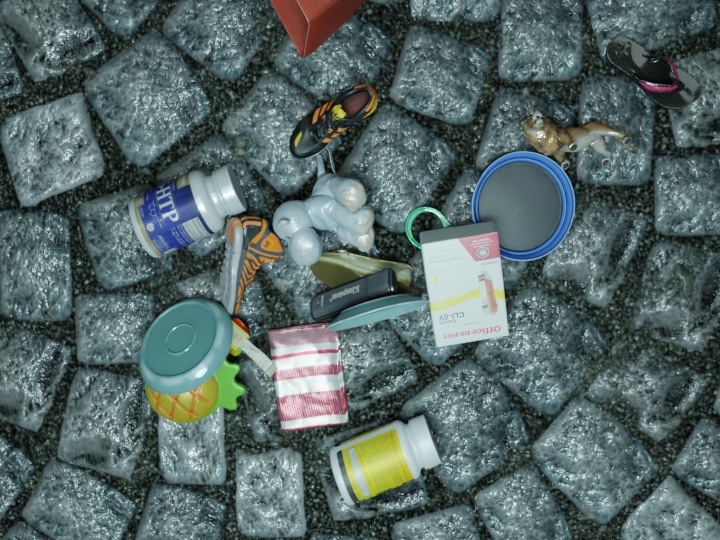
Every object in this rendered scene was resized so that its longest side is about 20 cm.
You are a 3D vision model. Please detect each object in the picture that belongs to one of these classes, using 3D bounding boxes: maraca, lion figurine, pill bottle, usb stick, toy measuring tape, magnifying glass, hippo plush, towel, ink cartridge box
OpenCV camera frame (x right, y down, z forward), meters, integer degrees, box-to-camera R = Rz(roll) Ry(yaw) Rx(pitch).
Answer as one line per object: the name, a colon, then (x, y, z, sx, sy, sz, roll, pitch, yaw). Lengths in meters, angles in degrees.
maraca: (-0.317, 0.222, 1.355, 0.194, 0.107, 0.141, -10, 107, 7)
lion figurine: (0.404, -0.247, 1.323, 0.194, 0.124, 0.074, 0, 127, -14)
pill bottle: (0.048, 0.358, 1.356, 0.195, 0.114, 0.117, -22, 94, 3)
usb stick: (-0.014, 0.047, 1.330, 0.196, 0.032, 0.057, -21, 62, 32)
toy measuring tape: (-0.222, 0.147, 1.349, 0.198, 0.073, 0.075, 35, 96, 29)
pill bottle: (-0.318, -0.116, 1.326, 0.195, 0.120, 0.123, -23, 94, 3)
magnifying glass: (0.177, -0.056, 1.371, 0.196, 0.022, 0.081, 27, 94, 1)
hippo plush: (-0.077, -0.100, 1.284, 0.158, 0.159, 0.204, -29, 96, -17)
towel: (-0.102, 0.210, 1.395, 0.139, 0.023, 0.207, -7, 94, 3)
ink cartridge box: (0.193, 0.026, 1.320, 0.141, 0.084, 0.206, -9, 108, 5)

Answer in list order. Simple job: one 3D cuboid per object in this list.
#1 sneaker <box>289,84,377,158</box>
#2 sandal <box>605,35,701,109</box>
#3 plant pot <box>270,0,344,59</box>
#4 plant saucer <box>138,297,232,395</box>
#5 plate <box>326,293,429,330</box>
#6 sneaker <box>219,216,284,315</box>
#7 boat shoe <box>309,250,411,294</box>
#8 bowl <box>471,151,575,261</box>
sneaker: (-0.055, -0.283, 1.322, 0.198, 0.090, 0.071, -34, 93, 3)
sandal: (0.548, -0.368, 1.324, 0.197, 0.045, 0.076, 32, 94, -1)
plant pot: (-0.075, -0.536, 1.261, 0.174, 0.200, 0.203, -31, 94, -8)
plant saucer: (-0.333, 0.133, 1.328, 0.194, 0.028, 0.205, -9, 54, 13)
plate: (0.029, 0.073, 1.297, 0.194, 0.200, 0.026, -16, 80, 2)
sneaker: (-0.203, -0.006, 1.352, 0.109, 0.078, 0.204, -4, 125, -30)
boat shoe: (0.001, -0.002, 1.361, 0.194, 0.064, 0.074, 10, 137, 5)
bowl: (0.307, -0.122, 1.352, 0.194, 0.039, 0.207, 0, 94, 1)
